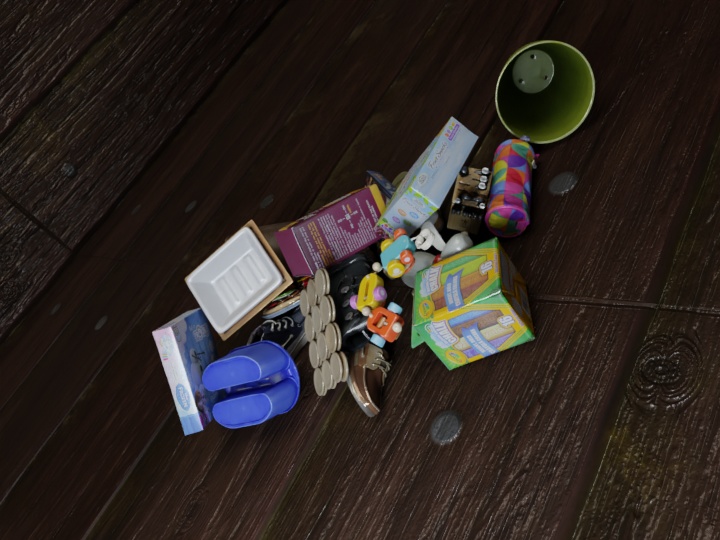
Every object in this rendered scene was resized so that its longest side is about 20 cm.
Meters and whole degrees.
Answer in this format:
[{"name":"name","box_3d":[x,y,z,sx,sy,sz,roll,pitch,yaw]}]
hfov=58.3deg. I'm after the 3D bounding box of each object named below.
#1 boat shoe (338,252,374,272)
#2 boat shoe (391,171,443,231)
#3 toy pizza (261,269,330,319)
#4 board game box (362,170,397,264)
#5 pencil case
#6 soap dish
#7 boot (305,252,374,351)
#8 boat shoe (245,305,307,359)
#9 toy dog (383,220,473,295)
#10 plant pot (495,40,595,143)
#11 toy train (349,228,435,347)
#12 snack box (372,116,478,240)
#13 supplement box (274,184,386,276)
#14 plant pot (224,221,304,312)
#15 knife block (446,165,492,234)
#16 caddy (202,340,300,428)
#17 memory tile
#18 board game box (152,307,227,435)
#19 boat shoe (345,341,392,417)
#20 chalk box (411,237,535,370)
[{"name":"boat shoe","box_3d":[0.000,0.000,1.323,0.068,0.072,0.201,-34,33,9]},{"name":"boat shoe","box_3d":[0.116,-0.139,1.360,0.075,0.068,0.201,-46,32,17]},{"name":"toy pizza","box_3d":[-0.128,0.040,1.372,0.197,0.032,0.200,-29,8,4]},{"name":"board game box","box_3d":[0.044,-0.114,1.370,0.200,0.034,0.138,-127,46,-58]},{"name":"pencil case","box_3d":[0.281,-0.156,1.192,0.087,0.089,0.203,-14,43,36]},{"name":"soap dish","box_3d":[-0.248,0.021,1.342,0.199,0.159,0.081,-39,-10,11]},{"name":"boot","box_3d":[-0.034,0.078,1.185,0.164,0.065,0.202,-40,35,18]},{"name":"boat shoe","box_3d":[-0.159,0.123,1.332,0.074,0.093,0.202,2,53,47]},{"name":"toy dog","box_3d":[0.135,-0.024,1.153,0.197,0.133,0.097,-8,41,40]},{"name":"plant pot","box_3d":[0.359,-0.378,1.300,0.185,0.189,0.201,-28,20,21]},{"name":"toy train","box_3d":[0.060,0.029,1.056,0.149,0.055,0.203,12,72,54]},{"name":"snack box","box_3d":[0.114,-0.154,1.166,0.170,0.067,0.200,-59,7,-25]},{"name":"supplement box","box_3d":[-0.052,-0.077,1.272,0.198,0.105,0.130,-30,11,-22]},{"name":"plant pot","box_3d":[-0.178,-0.031,1.475,0.196,0.189,0.188,-23,35,6]},{"name":"knife block","box_3d":[0.209,-0.165,1.194,0.062,0.177,0.203,13,51,6]},{"name":"caddy","box_3d":[-0.205,0.216,1.233,0.197,0.144,0.104,-17,2,33]},{"name":"memory tile","box_3d":[-0.067,0.110,1.146,0.153,0.016,0.204,131,132,-59]},{"name":"board game box","box_3d":[-0.327,0.190,1.273,0.042,0.203,0.200,-16,6,5]},{"name":"boat shoe","box_3d":[0.016,0.162,1.122,0.071,0.076,0.202,-29,37,15]},{"name":"chalk box","box_3d":[0.159,0.062,1.033,0.197,0.124,0.126,-24,36,25]}]
